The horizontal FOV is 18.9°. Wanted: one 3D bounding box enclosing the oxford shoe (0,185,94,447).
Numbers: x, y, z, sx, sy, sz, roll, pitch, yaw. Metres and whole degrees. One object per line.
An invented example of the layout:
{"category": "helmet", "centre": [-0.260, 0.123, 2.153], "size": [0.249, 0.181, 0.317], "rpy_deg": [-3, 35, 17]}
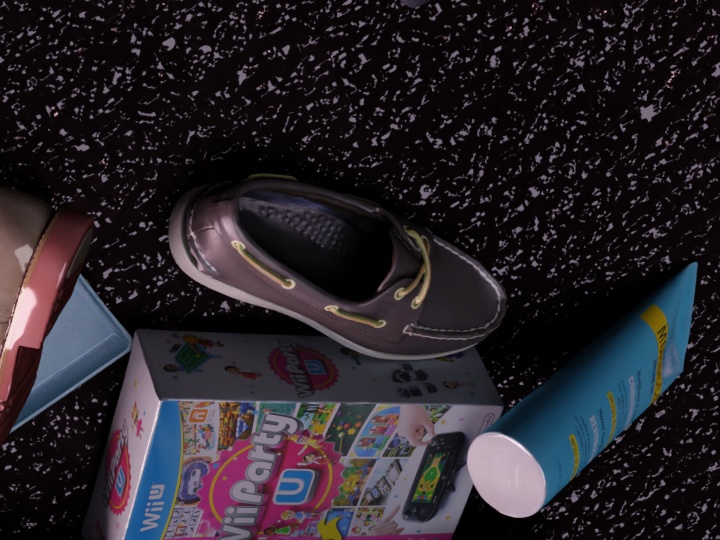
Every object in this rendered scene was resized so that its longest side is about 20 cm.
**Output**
{"category": "oxford shoe", "centre": [-0.198, 0.041, 1.075], "size": [0.074, 0.071, 0.201], "rpy_deg": [25, 114, -3]}

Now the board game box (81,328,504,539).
{"category": "board game box", "centre": [-0.039, 0.109, 1.184], "size": [0.199, 0.064, 0.148], "rpy_deg": [2, 126, -23]}

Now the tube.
{"category": "tube", "centre": [0.134, 0.068, 1.209], "size": [0.200, 0.050, 0.078], "rpy_deg": [-35, 143, -44]}

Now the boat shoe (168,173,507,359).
{"category": "boat shoe", "centre": [0.000, 0.000, 1.127], "size": [0.200, 0.060, 0.072], "rpy_deg": [16, 73, -29]}

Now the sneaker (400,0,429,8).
{"category": "sneaker", "centre": [-0.048, -0.175, 1.014], "size": [0.199, 0.074, 0.081], "rpy_deg": [29, 113, -26]}

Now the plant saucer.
{"category": "plant saucer", "centre": [-0.217, 0.069, 1.123], "size": [0.199, 0.019, 0.070], "rpy_deg": [-34, 128, 1]}
